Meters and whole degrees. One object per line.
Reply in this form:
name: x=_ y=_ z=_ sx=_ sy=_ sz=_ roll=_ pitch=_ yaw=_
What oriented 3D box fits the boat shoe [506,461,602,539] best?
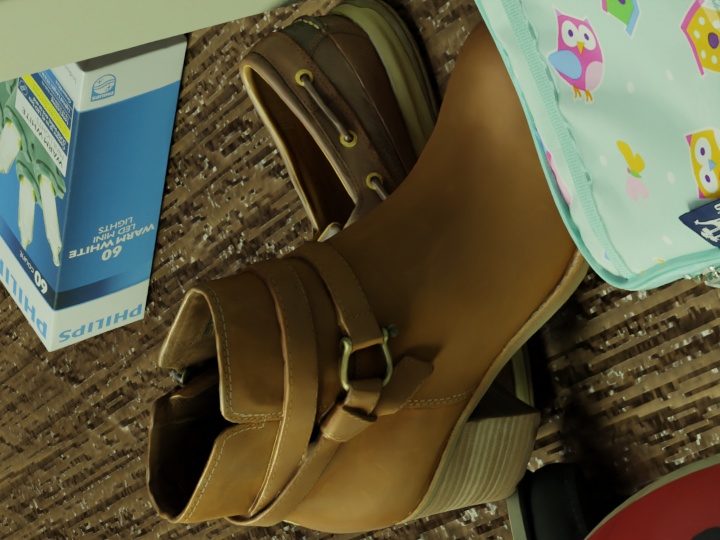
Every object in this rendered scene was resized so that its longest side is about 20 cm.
boat shoe: x=0.109 y=0.155 z=1.062 sx=0.074 sy=0.063 sz=0.202 roll=42 pitch=-157 yaw=-56

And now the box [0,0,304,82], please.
box: x=-0.091 y=-0.135 z=1.088 sx=0.082 sy=0.200 sz=0.068 roll=62 pitch=152 yaw=17

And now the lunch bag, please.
lunch bag: x=0.095 y=-0.091 z=0.901 sx=0.160 sy=0.077 sz=0.200 roll=-24 pitch=86 yaw=63

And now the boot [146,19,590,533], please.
boot: x=0.000 y=0.000 z=1.026 sx=0.077 sy=0.155 sz=0.200 roll=34 pitch=118 yaw=48

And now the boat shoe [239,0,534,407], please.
boat shoe: x=0.008 y=-0.007 z=1.132 sx=0.072 sy=0.067 sz=0.200 roll=-28 pitch=82 yaw=63

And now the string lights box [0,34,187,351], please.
string lights box: x=-0.143 y=-0.067 z=1.388 sx=0.103 sy=0.059 sz=0.200 roll=52 pitch=148 yaw=30

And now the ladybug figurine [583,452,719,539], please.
ladybug figurine: x=0.137 y=0.118 z=0.856 sx=0.200 sy=0.072 sz=0.136 roll=-12 pitch=85 yaw=21
